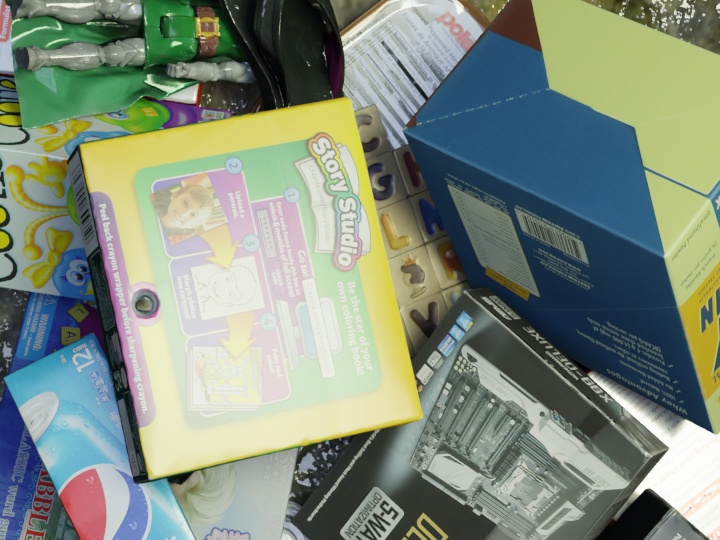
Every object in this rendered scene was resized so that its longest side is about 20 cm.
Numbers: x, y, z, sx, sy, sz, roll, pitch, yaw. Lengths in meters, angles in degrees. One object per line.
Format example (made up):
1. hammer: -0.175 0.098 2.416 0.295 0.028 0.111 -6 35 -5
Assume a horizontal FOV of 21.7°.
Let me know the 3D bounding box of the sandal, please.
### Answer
1. sandal: -0.036 -0.138 1.206 0.075 0.048 0.202 -19 93 -30

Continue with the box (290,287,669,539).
1. box: 0.074 0.138 1.197 0.158 0.050 0.200 42 108 17

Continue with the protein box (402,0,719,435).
1. protein box: 0.162 -0.038 1.163 0.198 0.200 0.135 28 70 34

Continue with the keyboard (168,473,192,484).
1. keyboard: -0.066 0.055 1.202 0.200 0.040 0.104 -45 81 5

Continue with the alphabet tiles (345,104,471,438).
1. alphabet tiles: 0.000 0.000 1.245 0.166 0.006 0.201 -22 95 -21

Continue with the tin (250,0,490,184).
1. tin: 0.009 -0.112 1.291 0.200 0.042 0.112 -38 92 -6

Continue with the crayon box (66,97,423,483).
1. crayon box: -0.069 0.011 1.126 0.171 0.058 0.201 -11 85 -18

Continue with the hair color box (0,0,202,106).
1. hair color box: -0.200 -0.177 1.273 0.199 0.064 0.112 9 85 -4

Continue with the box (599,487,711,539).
1. box: 0.184 0.271 1.147 0.182 0.104 0.200 42 90 0

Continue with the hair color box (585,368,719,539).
1. hair color box: 0.215 0.145 1.255 0.111 0.064 0.200 -36 86 -7

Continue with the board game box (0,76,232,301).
1. board game box: -0.192 -0.053 1.223 0.199 0.105 0.104 8 120 -2

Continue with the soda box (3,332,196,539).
1. soda box: -0.146 0.144 1.150 0.064 0.068 0.201 -27 82 -8

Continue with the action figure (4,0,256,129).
1. action figure: -0.125 -0.155 1.213 0.199 0.055 0.119 -4 87 -26

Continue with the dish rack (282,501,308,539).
1. dish rack: -0.131 0.227 1.249 0.199 0.044 0.173 10 84 -1

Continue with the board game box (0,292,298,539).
1. board game box: -0.139 0.114 1.232 0.198 0.041 0.201 11 67 -2
